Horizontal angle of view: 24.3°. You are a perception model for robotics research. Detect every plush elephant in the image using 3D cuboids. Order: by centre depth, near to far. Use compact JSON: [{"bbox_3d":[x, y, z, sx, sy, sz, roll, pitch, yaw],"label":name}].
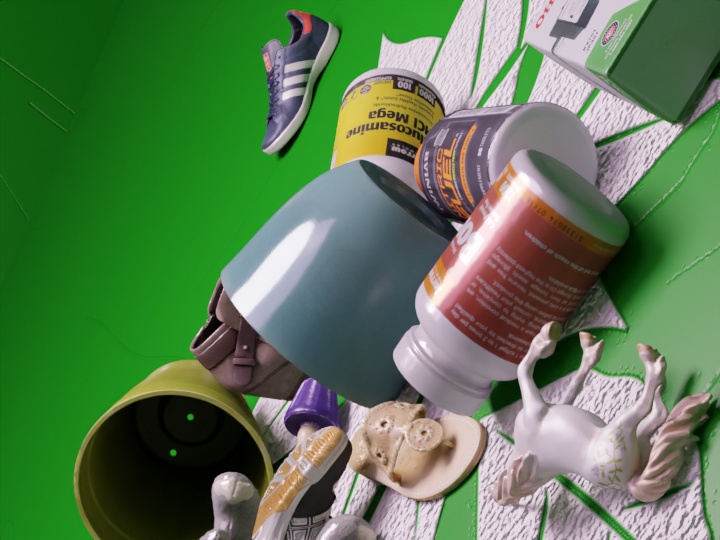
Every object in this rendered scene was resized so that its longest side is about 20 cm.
[{"bbox_3d":[-0.056,0.277,1.342,0.154,0.164,0.201,5,66,58],"label":"plush elephant"}]

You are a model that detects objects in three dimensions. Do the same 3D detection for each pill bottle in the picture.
[{"bbox_3d":[0.114,0.013,1.330,0.201,0.112,0.112,-55,22,17],"label":"pill bottle"},{"bbox_3d":[0.117,-0.091,1.466,0.107,0.106,0.200,-64,20,-8],"label":"pill bottle"},{"bbox_3d":[0.025,-0.101,1.683,0.112,0.112,0.201,-43,28,40],"label":"pill bottle"}]

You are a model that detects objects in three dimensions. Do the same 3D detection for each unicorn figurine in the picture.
[{"bbox_3d":[0.150,0.112,1.171,0.200,0.073,0.139,12,85,63],"label":"unicorn figurine"}]

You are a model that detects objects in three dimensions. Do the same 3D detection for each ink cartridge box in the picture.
[{"bbox_3d":[0.232,-0.219,1.387,0.147,0.083,0.200,-59,20,6],"label":"ink cartridge box"}]

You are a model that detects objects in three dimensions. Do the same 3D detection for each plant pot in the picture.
[{"bbox_3d":[0.000,0.000,1.509,0.161,0.200,0.201,-51,23,13],"label":"plant pot"},{"bbox_3d":[-0.184,0.184,1.739,0.201,0.199,0.193,-56,10,14],"label":"plant pot"}]

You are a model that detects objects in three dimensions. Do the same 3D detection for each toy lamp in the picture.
[{"bbox_3d":[-0.055,0.193,1.584,0.058,0.058,0.202,-38,34,46],"label":"toy lamp"}]

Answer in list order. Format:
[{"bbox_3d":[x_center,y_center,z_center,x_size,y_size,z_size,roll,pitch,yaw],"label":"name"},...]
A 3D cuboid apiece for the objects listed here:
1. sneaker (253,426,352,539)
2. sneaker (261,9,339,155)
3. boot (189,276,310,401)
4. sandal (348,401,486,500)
[{"bbox_3d":[-0.052,0.236,1.479,0.201,0.087,0.076,-59,12,2],"label":"sneaker"},{"bbox_3d":[-0.104,-0.253,2.215,0.075,0.084,0.202,-15,50,62],"label":"sneaker"},{"bbox_3d":[-0.076,0.038,1.697,0.201,0.145,0.070,-62,19,-4],"label":"boot"},{"bbox_3d":[0.024,0.147,1.434,0.211,0.069,0.078,-10,54,64],"label":"sandal"}]
